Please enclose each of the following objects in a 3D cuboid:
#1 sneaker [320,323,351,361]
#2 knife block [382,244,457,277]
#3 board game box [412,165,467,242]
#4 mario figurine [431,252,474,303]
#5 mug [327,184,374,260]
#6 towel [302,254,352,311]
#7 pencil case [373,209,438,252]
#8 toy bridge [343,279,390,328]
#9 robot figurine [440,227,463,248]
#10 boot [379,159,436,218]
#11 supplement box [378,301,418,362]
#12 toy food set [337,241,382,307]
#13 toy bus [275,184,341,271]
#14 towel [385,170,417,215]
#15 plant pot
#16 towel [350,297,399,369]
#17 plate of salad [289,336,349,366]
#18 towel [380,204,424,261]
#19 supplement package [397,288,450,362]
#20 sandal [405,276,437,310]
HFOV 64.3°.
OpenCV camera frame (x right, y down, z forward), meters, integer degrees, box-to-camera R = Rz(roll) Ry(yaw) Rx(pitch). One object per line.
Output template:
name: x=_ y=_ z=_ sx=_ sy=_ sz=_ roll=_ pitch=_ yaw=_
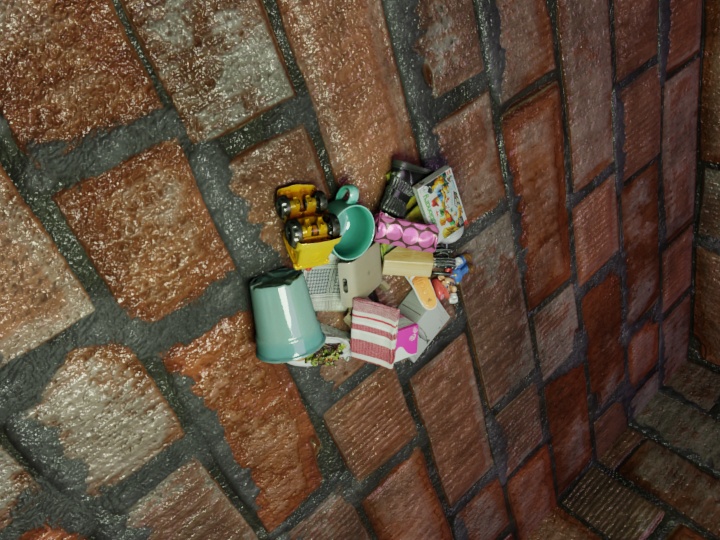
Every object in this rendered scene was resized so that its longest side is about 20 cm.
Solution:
sneaker: x=-0.082 y=0.221 z=1.743 sx=0.199 sy=0.076 sz=0.081 roll=29 pitch=100 yaw=-40
knife block: x=0.187 y=-0.018 z=1.749 sx=0.199 sy=0.175 sz=0.065 roll=-35 pitch=150 yaw=-31
board game box: x=0.240 y=-0.194 z=1.712 sx=0.125 sy=0.035 sz=0.202 roll=-34 pitch=124 yaw=-12
mario figurine: x=0.327 y=0.033 z=1.960 sx=0.200 sy=0.106 sz=0.124 roll=-43 pitch=94 yaw=-26
mug: x=-0.043 y=-0.133 z=1.600 sx=0.151 sy=0.114 sz=0.187 roll=35 pitch=84 yaw=-40
towel: x=-0.095 y=0.032 z=1.678 sx=0.197 sy=0.034 sz=0.196 roll=1 pitch=107 yaw=-39
pencil case: x=0.131 y=-0.112 z=1.662 sx=0.196 sy=0.091 sz=0.095 roll=10 pitch=114 yaw=-15
toy bridge: x=0.013 y=0.088 z=1.765 sx=0.067 sy=0.027 sz=0.200 roll=44 pitch=57 yaw=3
robot figurine: x=0.268 y=-0.170 z=1.830 sx=0.170 sy=0.112 sz=0.203 roll=-44 pitch=131 yaw=-37
boot: x=0.150 y=-0.232 z=1.715 sx=0.208 sy=0.079 sz=0.161 roll=9 pitch=96 yaw=-38
supplement box: x=0.078 y=0.187 z=1.765 sx=0.102 sy=0.199 sz=0.103 roll=-13 pitch=116 yaw=-33
toy food set: x=0.000 y=0.000 z=1.697 sx=0.200 sy=0.059 sz=0.146 roll=-42 pitch=135 yaw=-48
toy bus: x=-0.149 y=-0.097 z=1.517 sx=0.134 sy=0.202 sz=0.193 roll=-12 pitch=147 yaw=-25
towel: x=0.134 y=-0.227 z=1.768 sx=0.086 sy=0.018 sz=0.202 roll=-39 pitch=127 yaw=-26
plant pot: x=-0.205 y=0.112 z=1.531 sx=0.198 sy=0.199 sz=0.200 roll=-21 pitch=112 yaw=-30
towel: x=0.037 y=0.184 z=1.657 sx=0.023 sy=0.142 sz=0.204 roll=-44 pitch=143 yaw=-57
plate of salad: x=-0.125 y=0.246 z=1.664 sx=0.196 sy=0.049 sz=0.201 roll=-11 pitch=149 yaw=-6
towel: x=0.138 y=-0.111 z=1.777 sx=0.200 sy=0.023 sz=0.144 roll=-45 pitch=153 yaw=-16
supplement package: x=0.179 y=0.177 z=1.896 sx=0.201 sy=0.117 sz=0.117 roll=-50 pitch=132 yaw=-11
sandal: x=0.193 y=0.022 z=1.815 sx=0.078 sy=0.059 sz=0.209 roll=-26 pitch=82 yaw=-18
